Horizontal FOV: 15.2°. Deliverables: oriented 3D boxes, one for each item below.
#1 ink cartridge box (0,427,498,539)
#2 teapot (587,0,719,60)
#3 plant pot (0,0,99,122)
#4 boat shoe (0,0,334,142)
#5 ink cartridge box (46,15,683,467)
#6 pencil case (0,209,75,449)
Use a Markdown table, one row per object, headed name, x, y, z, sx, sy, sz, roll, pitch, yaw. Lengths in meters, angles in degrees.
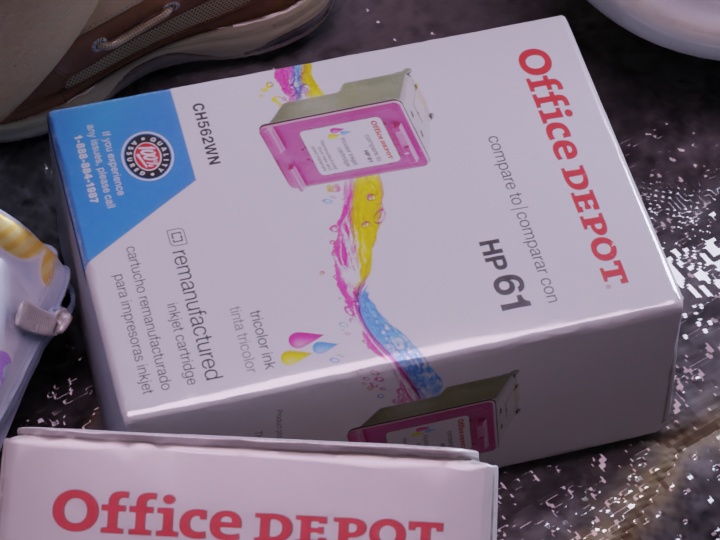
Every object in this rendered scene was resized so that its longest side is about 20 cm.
| name | x | y | z | sx | sy | sz | roll | pitch | yaw |
| --- | --- | --- | --- | --- | --- | --- | --- | --- | --- |
| ink cartridge box | -0.035 | 0.150 | 0.798 | 0.144 | 0.084 | 0.200 | 3 | 86 | 2 |
| teapot | 0.149 | -0.183 | 1.073 | 0.197 | 0.200 | 0.146 | -30 | 13 | 12 |
| plant pot | -0.184 | -0.106 | 0.953 | 0.200 | 0.135 | 0.200 | 10 | 38 | -8 |
| boat shoe | -0.105 | -0.112 | 1.059 | 0.200 | 0.072 | 0.076 | -22 | 56 | -15 |
| ink cartridge box | 0.000 | 0.000 | 0.968 | 0.200 | 0.085 | 0.145 | -11 | 53 | -10 |
| pencil case | -0.162 | 0.067 | 0.917 | 0.091 | 0.083 | 0.200 | 18 | 53 | -5 |
